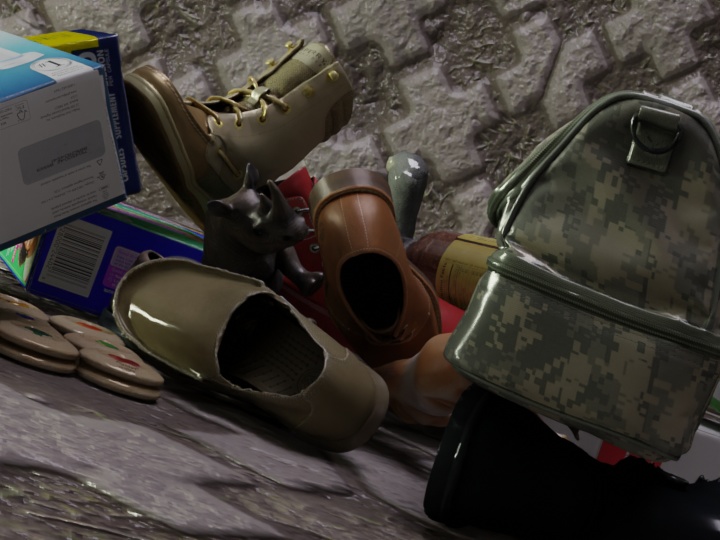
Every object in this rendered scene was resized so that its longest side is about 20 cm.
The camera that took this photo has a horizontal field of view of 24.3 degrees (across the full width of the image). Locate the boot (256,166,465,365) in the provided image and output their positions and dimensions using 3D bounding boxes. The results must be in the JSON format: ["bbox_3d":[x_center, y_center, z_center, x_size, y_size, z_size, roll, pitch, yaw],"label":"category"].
[{"bbox_3d":[0.000,0.000,1.188,0.200,0.145,0.072,15,42,40],"label":"boot"}]

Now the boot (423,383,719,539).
[{"bbox_3d":[0.135,0.123,0.875,0.168,0.077,0.200,17,-5,21],"label":"boot"}]

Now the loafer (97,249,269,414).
[{"bbox_3d":[-0.085,0.042,1.061,0.200,0.063,0.072,22,1,32],"label":"loafer"}]

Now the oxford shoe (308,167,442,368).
[{"bbox_3d":[0.011,0.025,1.063,0.071,0.071,0.200,-17,-38,6],"label":"oxford shoe"}]

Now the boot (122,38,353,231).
[{"bbox_3d":[-0.086,-0.120,1.215,0.073,0.155,0.200,43,-10,31],"label":"boot"}]

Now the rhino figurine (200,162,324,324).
[{"bbox_3d":[-0.071,-0.005,1.106,0.087,0.060,0.200,42,-26,14],"label":"rhino figurine"}]

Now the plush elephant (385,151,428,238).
[{"bbox_3d":[-0.042,-0.016,1.476,0.154,0.200,0.165,17,34,17],"label":"plush elephant"}]

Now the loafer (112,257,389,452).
[{"bbox_3d":[-0.071,0.037,0.983,0.200,0.076,0.067,22,-21,29],"label":"loafer"}]

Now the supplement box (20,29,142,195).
[{"bbox_3d":[-0.261,-0.093,1.121,0.199,0.109,0.109,-12,14,-19],"label":"supplement box"}]

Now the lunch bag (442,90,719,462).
[{"bbox_3d":[0.140,-0.006,0.878,0.139,0.168,0.200,23,5,13],"label":"lunch bag"}]

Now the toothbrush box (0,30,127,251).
[{"bbox_3d":[-0.250,-0.076,0.938,0.146,0.086,0.200,-26,34,-35],"label":"toothbrush box"}]

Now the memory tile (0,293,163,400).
[{"bbox_3d":[-0.214,0.024,0.937,0.200,0.017,0.153,19,2,-21],"label":"memory tile"}]

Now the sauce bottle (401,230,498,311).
[{"bbox_3d":[0.081,0.004,1.223,0.066,0.066,0.200,18,-2,-42],"label":"sauce bottle"}]

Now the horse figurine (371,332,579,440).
[{"bbox_3d":[0.065,0.078,1.043,0.132,0.050,0.200,25,-20,-18],"label":"horse figurine"}]

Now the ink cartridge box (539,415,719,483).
[{"bbox_3d":[0.218,0.140,1.147,0.199,0.084,0.144,18,2,-17],"label":"ink cartridge box"}]

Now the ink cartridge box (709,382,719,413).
[{"bbox_3d":[0.252,0.047,1.182,0.145,0.084,0.200,36,5,15],"label":"ink cartridge box"}]

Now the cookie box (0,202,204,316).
[{"bbox_3d":[-0.182,-0.009,1.277,0.171,0.075,0.200,20,2,-22],"label":"cookie box"}]

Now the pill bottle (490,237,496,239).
[{"bbox_3d":[0.093,0.035,1.321,0.200,0.116,0.116,-10,-18,38],"label":"pill bottle"}]
